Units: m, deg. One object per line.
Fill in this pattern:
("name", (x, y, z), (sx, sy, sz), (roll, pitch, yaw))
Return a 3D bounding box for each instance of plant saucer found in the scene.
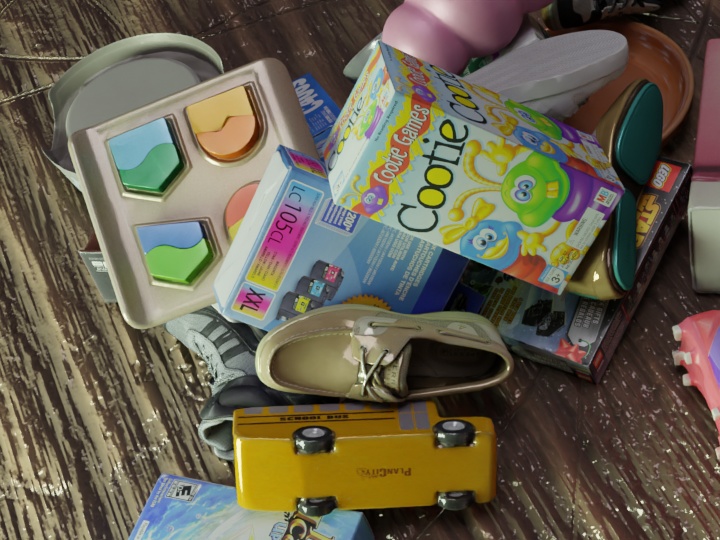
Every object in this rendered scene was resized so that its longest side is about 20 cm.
("plant saucer", (0.208, -0.155, 1.431), (0.200, 0.037, 0.200), (-8, 49, 9))

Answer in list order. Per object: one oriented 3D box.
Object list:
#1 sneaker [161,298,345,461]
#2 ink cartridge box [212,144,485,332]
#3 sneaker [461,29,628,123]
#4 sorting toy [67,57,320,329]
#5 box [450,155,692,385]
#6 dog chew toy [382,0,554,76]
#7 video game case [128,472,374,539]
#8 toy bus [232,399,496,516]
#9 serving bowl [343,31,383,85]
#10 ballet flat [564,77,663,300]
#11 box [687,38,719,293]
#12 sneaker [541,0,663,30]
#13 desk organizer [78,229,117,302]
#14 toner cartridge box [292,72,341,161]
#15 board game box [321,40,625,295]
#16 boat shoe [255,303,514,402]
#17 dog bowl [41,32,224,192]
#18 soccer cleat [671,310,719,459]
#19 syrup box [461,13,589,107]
("sneaker", (-0.115, 0.088, 1.296), (0.200, 0.076, 0.114), (23, 58, 29))
("ink cartridge box", (0.000, 0.000, 1.251), (0.137, 0.200, 0.076), (-64, 20, 15))
("sneaker", (0.139, -0.116, 1.284), (0.200, 0.116, 0.074), (-22, 30, 6))
("sorting toy", (-0.130, -0.068, 1.303), (0.200, 0.036, 0.186), (-20, 78, 0))
("box", (0.178, -0.017, 1.296), (0.137, 0.040, 0.200), (20, 71, 30))
("dog chew toy", (0.094, -0.238, 1.299), (0.200, 0.125, 0.124), (-50, 52, -2))
("video game case", (-0.107, 0.259, 1.170), (0.181, 0.045, 0.200), (8, 53, 22))
("toy bus", (0.002, 0.142, 1.194), (0.199, 0.065, 0.078), (-3, 19, -3))
("serving bowl", (0.083, -0.219, 1.452), (0.200, 0.200, 0.066), (-36, 90, -14))
("ballet flat", (0.198, -0.070, 1.256), (0.063, 0.069, 0.200), (-4, 58, 36))
("box", (0.345, -0.088, 1.283), (0.128, 0.109, 0.200), (1, 51, 17))
("sneaker", (0.241, -0.272, 1.447), (0.087, 0.076, 0.200), (12, 28, 33))
("desk organizer", (-0.143, -0.020, 1.402), (0.199, 0.072, 0.077), (1, 49, 18))
("toner cartridge box", (-0.062, -0.124, 1.424), (0.095, 0.043, 0.200), (-30, 22, -1))
("board game box", (0.084, -0.079, 1.197), (0.200, 0.105, 0.103), (21, 24, -18))
("boat shoe", (0.020, 0.069, 1.203), (0.199, 0.072, 0.065), (-1, 18, -11))
("dog bowl", (-0.220, -0.148, 1.544), (0.200, 0.059, 0.200), (-9, 49, 11))
("soccer cleat", (0.298, 0.106, 1.165), (0.076, 0.067, 0.200), (-15, 45, -1))
("syrup box", (0.094, -0.130, 1.358), (0.200, 0.081, 0.079), (-38, 23, 15))
